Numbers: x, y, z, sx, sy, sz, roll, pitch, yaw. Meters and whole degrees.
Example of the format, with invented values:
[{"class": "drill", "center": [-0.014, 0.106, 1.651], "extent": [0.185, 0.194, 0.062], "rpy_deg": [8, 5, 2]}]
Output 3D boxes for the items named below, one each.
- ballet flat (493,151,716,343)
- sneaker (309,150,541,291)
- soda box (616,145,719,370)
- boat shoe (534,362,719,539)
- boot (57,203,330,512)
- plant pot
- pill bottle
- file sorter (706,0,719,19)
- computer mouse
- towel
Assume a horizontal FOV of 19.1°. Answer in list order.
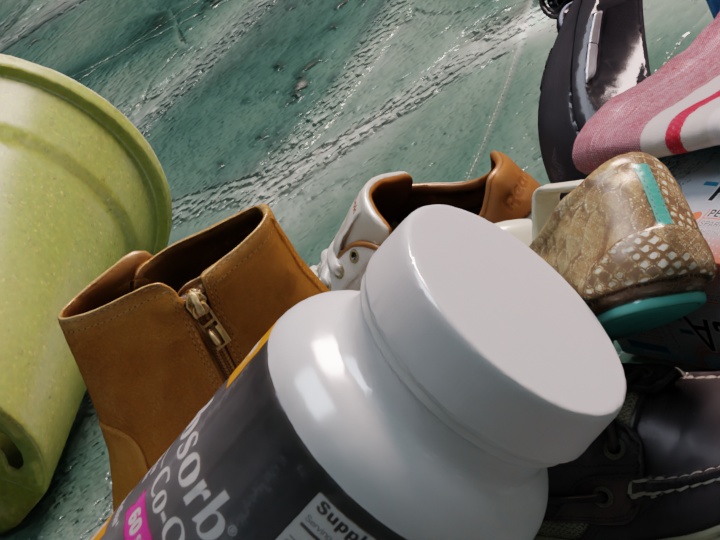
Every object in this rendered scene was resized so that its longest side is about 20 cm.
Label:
[{"class": "ballet flat", "center": [0.074, 0.005, 0.818], "extent": [0.070, 0.066, 0.200], "rpy_deg": [-5, -14, -25]}, {"class": "sneaker", "center": [0.000, 0.000, 0.968], "extent": [0.199, 0.085, 0.073], "rpy_deg": [-24, 29, 24]}, {"class": "soda box", "center": [0.167, -0.001, 0.792], "extent": [0.068, 0.064, 0.199], "rpy_deg": [-45, 28, -21]}, {"class": "boat shoe", "center": [0.083, 0.065, 0.780], "extent": [0.199, 0.065, 0.072], "rpy_deg": [-13, 33, 38]}, {"class": "boot", "center": [-0.087, 0.075, 0.873], "extent": [0.201, 0.144, 0.071], "rpy_deg": [-38, 25, -6]}, {"class": "plant pot", "center": [-0.204, 0.025, 1.075], "extent": [0.199, 0.201, 0.185], "rpy_deg": [-21, 40, 26]}, {"class": "pill bottle", "center": [-0.008, 0.080, 0.737], "extent": [0.200, 0.116, 0.117], "rpy_deg": [-49, 19, 25]}, {"class": "file sorter", "center": [0.242, -0.187, 0.934], "extent": [0.123, 0.139, 0.199], "rpy_deg": [-42, 26, -29]}, {"class": "computer mouse", "center": [0.098, -0.085, 0.979], "extent": [0.046, 0.141, 0.202], "rpy_deg": [2, 64, -4]}, {"class": "towel", "center": [0.190, -0.093, 0.826], "extent": [0.199, 0.023, 0.144], "rpy_deg": [-12, 22, 48]}]
